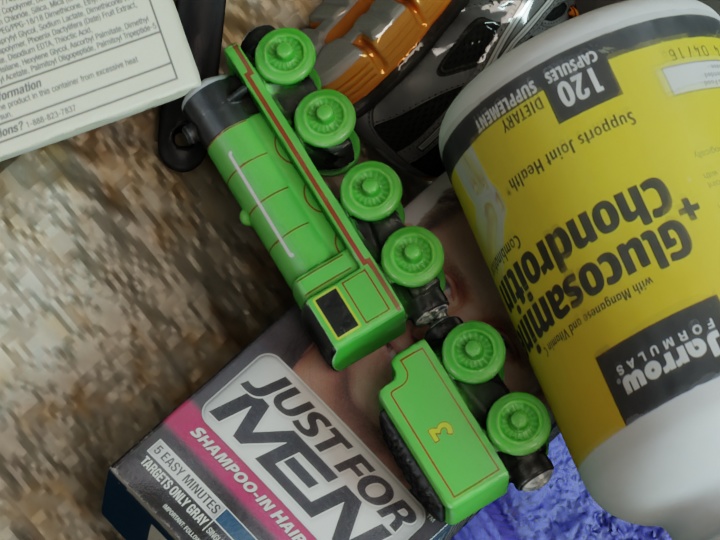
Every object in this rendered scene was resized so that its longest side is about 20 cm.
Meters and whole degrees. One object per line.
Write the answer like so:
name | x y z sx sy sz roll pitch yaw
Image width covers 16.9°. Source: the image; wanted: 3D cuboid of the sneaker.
sneaker | 0.059 -0.120 0.957 0.200 0.078 0.077 -46 117 -14

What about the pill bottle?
pill bottle | 0.112 0.016 0.831 0.111 0.112 0.201 -16 71 -21

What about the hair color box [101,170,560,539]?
hair color box | 0.010 0.051 0.895 0.100 0.061 0.200 45 68 9

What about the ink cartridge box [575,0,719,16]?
ink cartridge box | 0.214 -0.067 0.972 0.199 0.145 0.146 -13 92 -23

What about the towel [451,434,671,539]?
towel | 0.051 0.094 0.951 0.200 0.050 0.148 -35 101 -19

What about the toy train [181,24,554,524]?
toy train | 0.000 0.000 0.861 0.056 0.042 0.201 -30 72 -7

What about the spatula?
spatula | -0.056 -0.137 0.933 0.056 0.021 0.201 7 87 -9

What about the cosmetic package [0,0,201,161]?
cosmetic package | -0.143 -0.140 0.863 0.103 0.087 0.201 -20 96 -20
